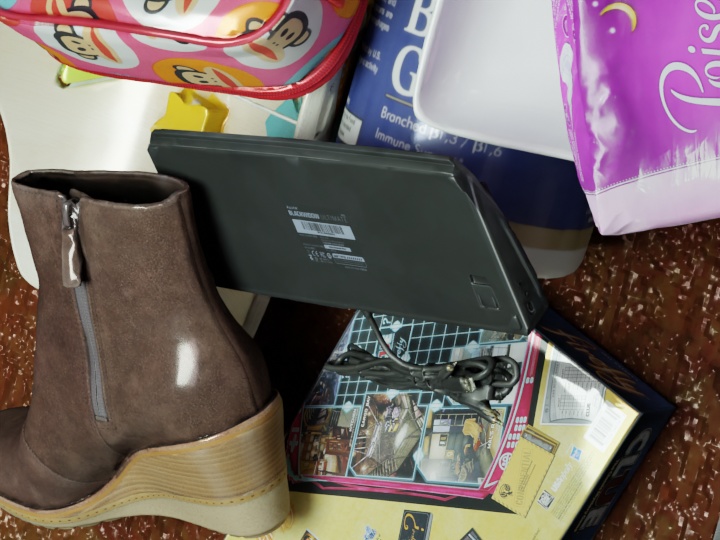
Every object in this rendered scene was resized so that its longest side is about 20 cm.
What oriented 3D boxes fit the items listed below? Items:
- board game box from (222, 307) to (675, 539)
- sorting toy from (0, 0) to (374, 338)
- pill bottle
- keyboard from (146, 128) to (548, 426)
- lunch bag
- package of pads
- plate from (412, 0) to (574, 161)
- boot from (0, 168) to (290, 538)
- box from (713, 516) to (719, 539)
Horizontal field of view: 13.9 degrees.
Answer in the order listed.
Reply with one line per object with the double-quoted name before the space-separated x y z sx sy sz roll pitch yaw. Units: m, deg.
"board game box" 0.027 0.099 1.258 0.135 0.035 0.200 40 111 24
"sorting toy" -0.086 -0.054 1.290 0.200 0.107 0.180 24 113 27
"pill bottle" 0.062 -0.107 1.182 0.111 0.111 0.200 21 103 29
"keyboard" 0.000 0.000 1.167 0.200 0.021 0.127 9 130 49
"lunch bag" -0.049 -0.171 1.170 0.176 0.082 0.200 10 77 28
"package of pads" 0.170 -0.087 1.056 0.200 0.076 0.121 -8 98 3
"plate" 0.137 -0.130 1.102 0.200 0.032 0.200 13 101 0
"boot" -0.117 0.029 1.279 0.200 0.072 0.166 4 120 43
"box" 0.210 0.071 1.056 0.158 0.200 0.048 -19 120 34
